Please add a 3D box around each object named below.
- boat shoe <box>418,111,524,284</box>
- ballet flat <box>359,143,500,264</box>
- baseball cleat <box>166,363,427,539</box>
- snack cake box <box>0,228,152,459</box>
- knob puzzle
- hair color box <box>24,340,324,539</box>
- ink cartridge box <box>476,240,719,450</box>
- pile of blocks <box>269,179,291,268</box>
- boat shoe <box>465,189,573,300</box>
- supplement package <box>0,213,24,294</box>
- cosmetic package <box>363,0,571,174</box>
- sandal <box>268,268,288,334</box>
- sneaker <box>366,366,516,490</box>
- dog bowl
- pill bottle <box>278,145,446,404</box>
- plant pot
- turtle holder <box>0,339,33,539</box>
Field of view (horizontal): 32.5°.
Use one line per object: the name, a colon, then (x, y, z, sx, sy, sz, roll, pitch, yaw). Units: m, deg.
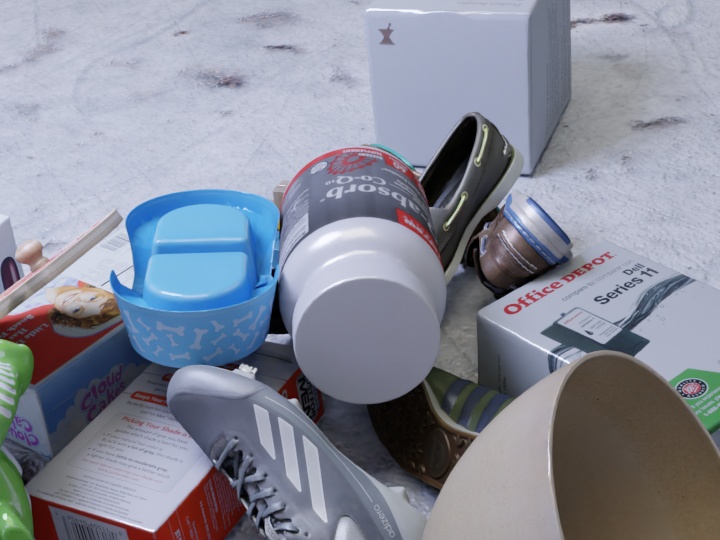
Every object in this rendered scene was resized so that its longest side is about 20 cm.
boat shoe: (0.057, -0.040, 1.009, 0.072, 0.060, 0.202, 8, 58, 55)
ballet flat: (0.043, -0.057, 1.118, 0.072, 0.068, 0.200, -42, 48, -18)
baseball cleat: (-0.046, 0.137, 0.739, 0.199, 0.070, 0.107, 32, 45, 5)
snack cake box: (-0.211, 0.051, 0.968, 0.115, 0.068, 0.200, 18, 39, 32)
knob puzzle: (-0.245, 0.011, 0.842, 0.219, 0.031, 0.220, -36, 10, 7)
hair color box: (-0.120, 0.122, 0.842, 0.110, 0.064, 0.200, 9, 36, 27)
ink cartridge box: (0.196, 0.070, 0.854, 0.146, 0.084, 0.200, -27, 36, -31)
pile of blocks: (-0.048, -0.030, 1.076, 0.082, 0.062, 0.200, -23, 35, -26)
boat shoe: (0.119, -0.018, 0.977, 0.072, 0.072, 0.200, -41, -8, 6)
supplement package: (-0.390, 0.034, 0.983, 0.155, 0.111, 0.200, 13, 37, 28)
cosmetic package: (0.116, -0.220, 1.258, 0.166, 0.167, 0.200, 6, 33, 20)
sandal: (-0.077, 0.021, 0.942, 0.199, 0.048, 0.075, 6, 3, -35)
sneaker: (0.084, 0.113, 0.833, 0.089, 0.068, 0.200, 4, 14, -28)
dog bowl: (-0.111, 0.003, 0.856, 0.111, 0.050, 0.200, -2, 25, -3)
pill bottle: (0.000, 0.000, 0.863, 0.115, 0.117, 0.200, -6, 28, -1)
plant pot: (0.108, 0.160, 0.654, 0.134, 0.201, 0.201, -28, 17, 35)
turtle holder: (-0.266, 0.136, 0.734, 0.140, 0.187, 0.132, 0, 12, -17)
